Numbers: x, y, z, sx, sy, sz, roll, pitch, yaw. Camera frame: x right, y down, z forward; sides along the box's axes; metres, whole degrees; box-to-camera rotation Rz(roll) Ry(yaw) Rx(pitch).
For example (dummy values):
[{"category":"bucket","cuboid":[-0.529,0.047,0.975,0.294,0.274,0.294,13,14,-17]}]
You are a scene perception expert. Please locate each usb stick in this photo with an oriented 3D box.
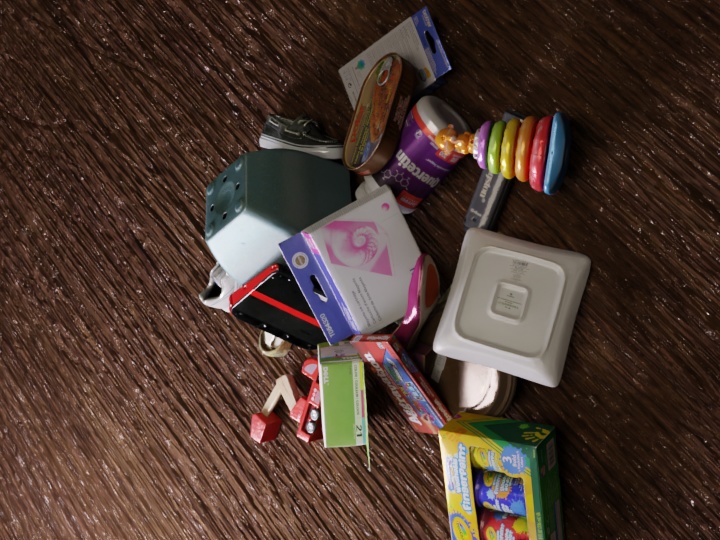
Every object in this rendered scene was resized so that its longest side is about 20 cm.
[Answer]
[{"category":"usb stick","cuboid":[0.212,-0.148,1.535,0.055,0.032,0.203,29,108,31]}]

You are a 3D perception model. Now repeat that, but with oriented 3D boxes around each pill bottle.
[{"category":"pill bottle","cuboid":[0.081,-0.171,1.581,0.200,0.112,0.113,-47,66,27]}]

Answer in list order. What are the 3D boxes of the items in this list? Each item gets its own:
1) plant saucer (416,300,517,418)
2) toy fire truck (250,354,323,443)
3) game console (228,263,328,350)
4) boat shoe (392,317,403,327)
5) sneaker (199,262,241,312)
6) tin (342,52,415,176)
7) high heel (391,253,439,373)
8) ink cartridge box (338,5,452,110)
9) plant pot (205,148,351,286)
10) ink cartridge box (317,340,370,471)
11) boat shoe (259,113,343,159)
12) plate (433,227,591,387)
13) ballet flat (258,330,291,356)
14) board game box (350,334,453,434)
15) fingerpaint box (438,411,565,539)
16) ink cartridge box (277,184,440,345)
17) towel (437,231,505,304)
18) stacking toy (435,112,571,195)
[{"category":"plant saucer","cuboid":[0.155,0.147,1.546,0.198,0.029,0.204,15,111,41]},{"category":"toy fire truck","cuboid":[-0.113,0.231,1.771,0.140,0.048,0.204,26,106,33]},{"category":"game console","cuboid":[-0.107,0.063,1.671,0.176,0.198,0.032,-36,39,42]},{"category":"boat shoe","cuboid":[0.034,0.036,1.660,0.199,0.068,0.072,39,68,19]},{"category":"sneaker","cuboid":[-0.224,-0.005,1.824,0.074,0.086,0.202,42,113,29]},{"category":"tin","cuboid":[0.029,-0.245,1.569,0.111,0.041,0.204,-1,68,53]},{"category":"high heel","cuboid":[0.067,0.062,1.538,0.095,0.067,0.204,16,115,29]},{"category":"ink cartridge box","cuboid":[0.062,-0.328,1.637,0.198,0.042,0.121,-31,73,35]},{"category":"plant pot","cuboid":[-0.148,-0.088,1.651,0.195,0.198,0.199,-33,47,37]},{"category":"ink cartridge box","cuboid":[-0.027,0.215,1.602,0.074,0.200,0.151,-3,104,-2]},{"category":"boat shoe","cuboid":[-0.104,-0.236,1.739,0.197,0.071,0.072,16,105,37]},{"category":"plate","cuboid":[0.221,0.048,1.469,0.196,0.032,0.204,15,80,20]},{"category":"ballet flat","cuboid":[-0.129,0.065,1.769,0.070,0.070,0.203,33,109,30]},{"category":"board game box","cuboid":[0.070,0.180,1.566,0.102,0.019,0.201,-4,127,55]},{"category":"fingerpaint box","cuboid":[0.212,0.329,1.491,0.164,0.073,0.204,4,109,36]},{"category":"ink cartridge box","cuboid":[0.000,0.000,1.561,0.197,0.043,0.199,-28,110,-1]},{"category":"towel","cuboid":[0.202,0.058,1.544,0.149,0.036,0.201,51,119,23]},{"category":"stacking toy","cuboid":[0.205,-0.180,1.461,0.196,0.110,0.119,9,97,16]}]
